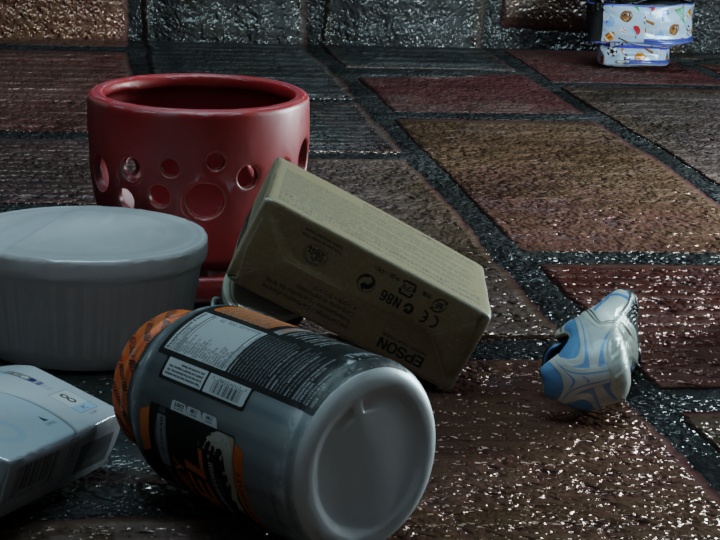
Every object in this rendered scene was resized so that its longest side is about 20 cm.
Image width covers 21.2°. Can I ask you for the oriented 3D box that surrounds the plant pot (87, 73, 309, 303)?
[{"bbox_3d":[-0.147,-0.073,1.722,0.198,0.185,0.201,3,13,-1],"label":"plant pot"}]

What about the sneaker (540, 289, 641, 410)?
[{"bbox_3d":[0.180,0.058,1.487,0.072,0.073,0.200,-3,9,14],"label":"sneaker"}]

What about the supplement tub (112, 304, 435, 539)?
[{"bbox_3d":[-0.059,0.092,1.191,0.122,0.124,0.199,-10,18,-40],"label":"supplement tub"}]

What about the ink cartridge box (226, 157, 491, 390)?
[{"bbox_3d":[0.000,0.000,1.527,0.199,0.076,0.165,27,12,-5],"label":"ink cartridge box"}]

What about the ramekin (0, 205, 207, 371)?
[{"bbox_3d":[-0.223,0.014,1.542,0.200,0.095,0.203,3,14,-1],"label":"ramekin"}]

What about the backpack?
[{"bbox_3d":[0.492,-0.434,3.373,0.188,0.156,0.200,-4,19,7],"label":"backpack"}]

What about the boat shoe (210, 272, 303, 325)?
[{"bbox_3d":[-0.081,0.029,1.550,0.074,0.062,0.200,27,14,-3],"label":"boat shoe"}]

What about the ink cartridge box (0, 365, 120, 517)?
[{"bbox_3d":[-0.271,0.080,1.218,0.199,0.048,0.160,27,15,13],"label":"ink cartridge box"}]
